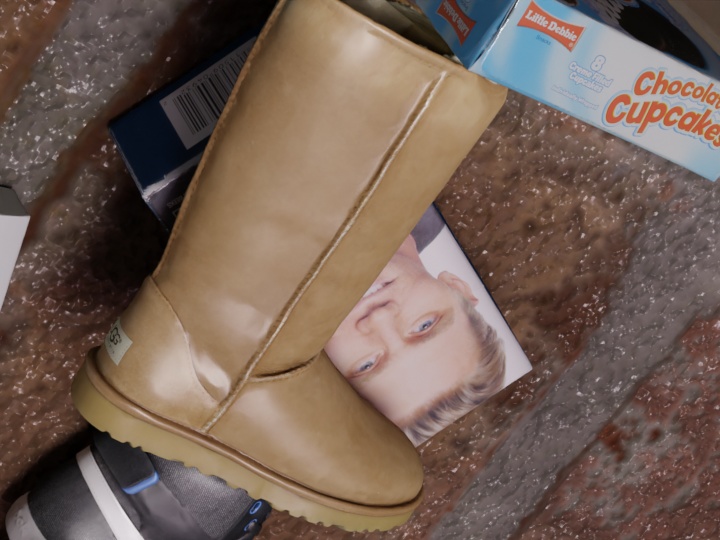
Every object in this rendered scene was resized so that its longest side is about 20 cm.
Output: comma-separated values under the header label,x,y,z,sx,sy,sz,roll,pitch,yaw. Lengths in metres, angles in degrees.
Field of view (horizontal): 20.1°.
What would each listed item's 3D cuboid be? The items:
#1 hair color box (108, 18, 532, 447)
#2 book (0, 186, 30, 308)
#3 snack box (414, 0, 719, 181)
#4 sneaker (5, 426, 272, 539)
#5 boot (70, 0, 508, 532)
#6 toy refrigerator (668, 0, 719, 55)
label,x,y,z,sx,sy,sz,roll,pitch,yaw
hair color box,-0.012,-0.007,0.878,0.100,0.061,0.200,-34,130,1
book,-0.227,0.050,0.835,0.133,0.048,0.201,8,115,-30
snack box,0.055,-0.115,0.744,0.116,0.200,0.037,20,115,-33
sneaker,-0.058,0.137,0.947,0.112,0.073,0.200,-41,128,8
boot,0.000,0.000,0.807,0.174,0.066,0.201,21,113,-33
toy refrigerator,0.192,-0.079,0.832,0.076,0.200,0.070,-29,130,-4
